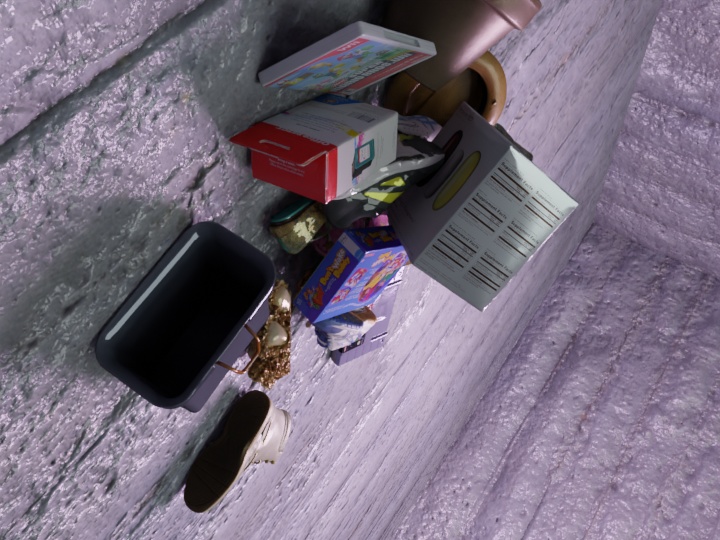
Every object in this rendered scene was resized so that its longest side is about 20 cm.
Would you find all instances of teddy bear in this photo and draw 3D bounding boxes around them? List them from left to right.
[{"bbox_3d":[-0.129,0.093,0.991,0.200,0.066,0.148,118,-25,-78],"label":"teddy bear"}]

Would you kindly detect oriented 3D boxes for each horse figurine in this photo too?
[{"bbox_3d":[-0.055,0.021,1.133,0.199,0.050,0.134,-32,148,-48],"label":"horse figurine"}]

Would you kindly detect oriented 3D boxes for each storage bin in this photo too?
[{"bbox_3d":[-0.179,0.072,0.822,0.201,0.144,0.135,-55,167,-18],"label":"storage bin"}]

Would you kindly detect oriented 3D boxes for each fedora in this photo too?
[{"bbox_3d":[0.127,-0.275,1.110,0.082,0.197,0.203,-102,-164,-50],"label":"fedora"}]

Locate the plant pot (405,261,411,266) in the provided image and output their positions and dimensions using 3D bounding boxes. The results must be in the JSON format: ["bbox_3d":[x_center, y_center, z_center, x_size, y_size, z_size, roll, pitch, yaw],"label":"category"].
[{"bbox_3d":[0.103,-0.065,1.295,0.197,0.028,0.201,-22,158,-9],"label":"plant pot"}]

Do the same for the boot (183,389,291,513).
[{"bbox_3d":[-0.187,0.298,1.127,0.201,0.071,0.155,-58,160,-13],"label":"boot"}]

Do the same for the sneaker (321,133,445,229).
[{"bbox_3d":[0.027,-0.122,0.959,0.198,0.075,0.086,-21,135,-21],"label":"sneaker"}]

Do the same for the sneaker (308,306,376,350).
[{"bbox_3d":[-0.040,0.093,1.121,0.088,0.075,0.200,-46,160,11],"label":"sneaker"}]

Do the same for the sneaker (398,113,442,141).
[{"bbox_3d":[0.058,-0.194,1.037,0.198,0.073,0.072,0,133,-43],"label":"sneaker"}]

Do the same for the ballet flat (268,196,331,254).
[{"bbox_3d":[-0.047,-0.092,0.991,0.200,0.070,0.071,-43,151,-32],"label":"ballet flat"}]

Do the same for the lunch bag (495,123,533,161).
[{"bbox_3d":[0.220,-0.161,1.383,0.200,0.117,0.164,-49,-178,-22],"label":"lunch bag"}]

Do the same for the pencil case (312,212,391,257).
[{"bbox_3d":[0.001,-0.063,1.122,0.199,0.085,0.084,-6,88,-64],"label":"pencil case"}]

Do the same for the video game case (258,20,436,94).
[{"bbox_3d":[-0.009,-0.247,0.842,0.199,0.141,0.018,-18,91,-59],"label":"video game case"}]

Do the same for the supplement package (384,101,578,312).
[{"bbox_3d":[0.160,-0.095,1.010,0.146,0.192,0.201,32,107,-27],"label":"supplement package"}]

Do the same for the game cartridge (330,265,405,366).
[{"bbox_3d":[0.013,0.082,1.329,0.129,0.038,0.202,-24,138,-42],"label":"game cartridge"}]

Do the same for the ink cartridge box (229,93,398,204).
[{"bbox_3d":[-0.052,-0.147,0.854,0.200,0.115,0.068,-38,140,-45],"label":"ink cartridge box"}]

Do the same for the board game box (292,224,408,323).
[{"bbox_3d":[0.000,0.000,1.042,0.135,0.045,0.199,-52,163,21],"label":"board game box"}]

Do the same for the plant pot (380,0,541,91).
[{"bbox_3d":[0.111,-0.347,0.945,0.175,0.201,0.200,-49,163,21],"label":"plant pot"}]
